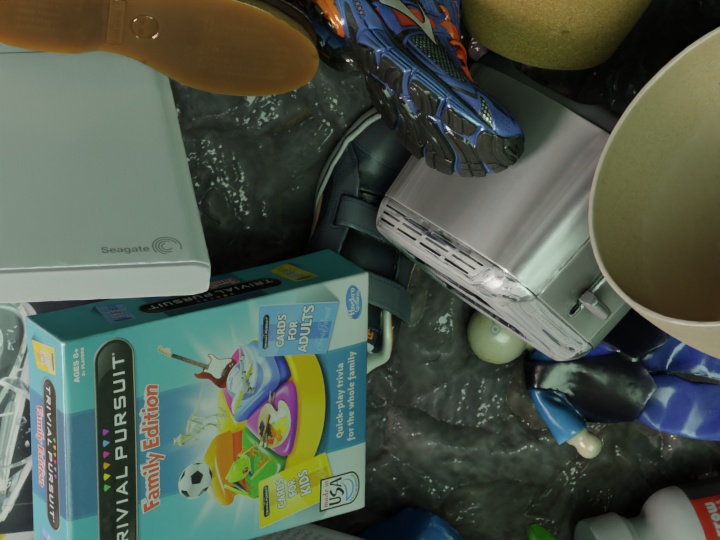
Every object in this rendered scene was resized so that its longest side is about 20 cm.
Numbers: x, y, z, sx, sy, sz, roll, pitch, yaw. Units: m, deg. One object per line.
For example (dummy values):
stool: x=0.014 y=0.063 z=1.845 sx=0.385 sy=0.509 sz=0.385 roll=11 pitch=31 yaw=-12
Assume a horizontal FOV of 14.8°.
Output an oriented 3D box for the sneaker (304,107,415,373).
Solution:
sneaker: x=0.000 y=0.000 z=1.671 sx=0.078 sy=0.079 sz=0.201 roll=19 pitch=103 yaw=-19

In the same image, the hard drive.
hard drive: x=-0.164 y=-0.062 z=1.542 sx=0.131 sy=0.200 sz=0.027 roll=-2 pitch=134 yaw=-13

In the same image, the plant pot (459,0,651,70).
plant pot: x=0.121 y=-0.224 z=1.575 sx=0.186 sy=0.187 sz=0.201 roll=4 pitch=123 yaw=-15

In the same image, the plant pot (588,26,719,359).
plant pot: x=0.240 y=-0.024 z=1.468 sx=0.200 sy=0.200 sz=0.134 roll=-43 pitch=132 yaw=5

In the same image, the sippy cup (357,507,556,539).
sippy cup: x=0.042 y=0.226 z=1.746 sx=0.178 sy=0.140 sz=0.131 roll=-42 pitch=105 yaw=-22

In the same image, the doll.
doll: x=0.165 y=0.052 z=1.724 sx=0.199 sy=0.048 sz=0.137 roll=10 pitch=75 yaw=5

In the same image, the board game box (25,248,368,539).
board game box: x=-0.090 y=0.083 z=1.576 sx=0.199 sy=0.047 sz=0.152 roll=-13 pitch=115 yaw=-31

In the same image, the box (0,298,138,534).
box: x=-0.222 y=0.042 z=1.609 sx=0.199 sy=0.124 sz=0.197 roll=-5 pitch=114 yaw=-12

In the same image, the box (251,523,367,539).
box: x=-0.076 y=0.273 z=1.639 sx=0.171 sy=0.200 sz=0.200 roll=15 pitch=119 yaw=25

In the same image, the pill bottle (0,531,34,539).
pill bottle: x=-0.232 y=0.232 z=1.626 sx=0.114 sy=0.200 sz=0.115 roll=18 pitch=136 yaw=19

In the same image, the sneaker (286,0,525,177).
sneaker: x=0.032 y=-0.131 z=1.576 sx=0.078 sy=0.200 sz=0.075 roll=-34 pitch=148 yaw=-14

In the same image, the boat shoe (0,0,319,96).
boat shoe: x=-0.119 y=-0.155 z=1.577 sx=0.199 sy=0.070 sz=0.071 roll=13 pitch=130 yaw=-12

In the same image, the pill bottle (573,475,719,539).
pill bottle: x=0.246 y=0.189 z=1.781 sx=0.199 sy=0.116 sz=0.116 roll=-11 pitch=113 yaw=-10

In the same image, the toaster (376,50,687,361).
toaster: x=0.097 y=-0.039 z=1.602 sx=0.129 sy=0.200 sz=0.114 roll=-52 pitch=132 yaw=-3
